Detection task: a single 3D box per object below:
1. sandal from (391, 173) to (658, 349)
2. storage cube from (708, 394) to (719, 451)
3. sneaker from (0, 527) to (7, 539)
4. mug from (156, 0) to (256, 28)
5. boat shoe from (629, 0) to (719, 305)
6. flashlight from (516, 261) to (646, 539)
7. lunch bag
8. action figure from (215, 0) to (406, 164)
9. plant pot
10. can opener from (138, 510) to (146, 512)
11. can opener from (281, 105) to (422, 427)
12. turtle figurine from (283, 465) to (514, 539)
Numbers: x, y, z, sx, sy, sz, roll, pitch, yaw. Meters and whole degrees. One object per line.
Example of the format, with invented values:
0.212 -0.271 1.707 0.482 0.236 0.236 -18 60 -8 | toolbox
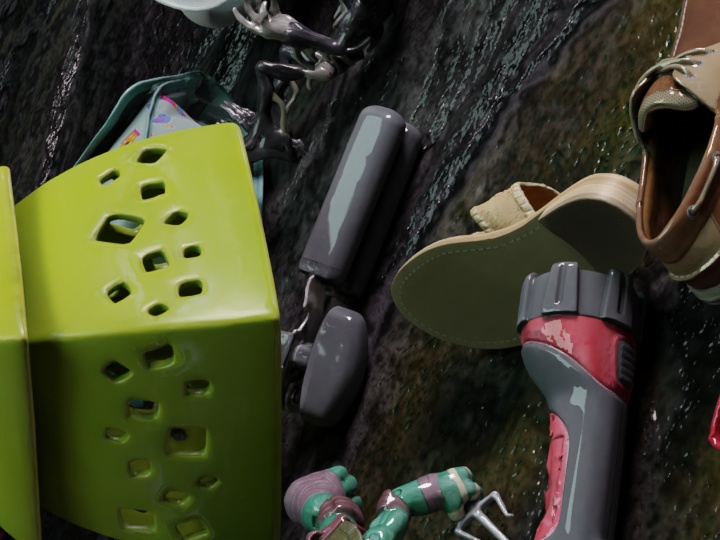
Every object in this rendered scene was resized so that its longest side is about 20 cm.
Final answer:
0.103 -0.018 1.373 0.211 0.078 0.070 -27 21 54 | sandal
0.269 0.023 0.931 0.171 0.179 0.201 3 72 60 | storage cube
-0.305 0.148 1.916 0.088 0.081 0.201 -27 38 50 | sneaker
-0.088 -0.266 1.788 0.175 0.147 0.201 -41 -32 -44 | mug
0.178 -0.082 1.276 0.076 0.072 0.201 -32 42 45 | boat shoe
0.103 0.098 1.274 0.068 0.068 0.201 114 168 -67 | flashlight
-0.153 -0.036 1.752 0.171 0.122 0.200 -51 25 26 | lunch bag
-0.034 -0.167 1.662 0.200 0.102 0.119 -56 2 23 | action figure
-0.148 0.048 1.533 0.200 0.180 0.200 -106 14 -50 | plant pot
-0.221 0.124 1.660 0.067 0.199 0.053 122 159 -60 | can opener
0.000 0.000 1.555 0.067 0.053 0.201 18 83 29 | can opener
0.011 0.169 1.347 0.200 0.100 0.150 11 78 67 | turtle figurine
